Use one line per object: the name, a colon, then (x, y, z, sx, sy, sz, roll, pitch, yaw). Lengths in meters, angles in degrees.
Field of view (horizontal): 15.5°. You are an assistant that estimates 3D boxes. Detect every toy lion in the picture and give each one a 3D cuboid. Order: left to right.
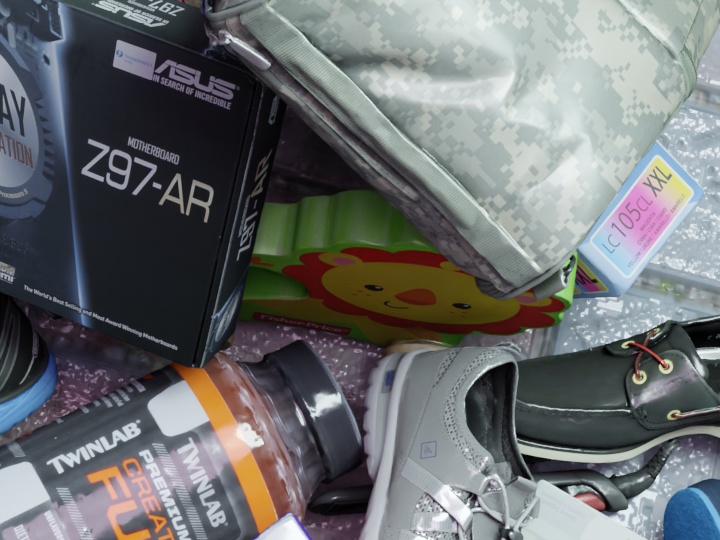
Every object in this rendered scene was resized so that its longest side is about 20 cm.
toy lion: (0.000, 0.000, 1.300, 0.200, 0.192, 0.069, 10, 73, -6)

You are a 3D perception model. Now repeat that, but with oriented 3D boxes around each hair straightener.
hair straightener: (0.068, 0.100, 1.361, 0.200, 0.041, 0.077, -13, 77, -12)

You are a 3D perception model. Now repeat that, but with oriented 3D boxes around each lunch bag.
lunch bag: (0.038, -0.102, 1.149, 0.200, 0.139, 0.168, 44, 43, -16)

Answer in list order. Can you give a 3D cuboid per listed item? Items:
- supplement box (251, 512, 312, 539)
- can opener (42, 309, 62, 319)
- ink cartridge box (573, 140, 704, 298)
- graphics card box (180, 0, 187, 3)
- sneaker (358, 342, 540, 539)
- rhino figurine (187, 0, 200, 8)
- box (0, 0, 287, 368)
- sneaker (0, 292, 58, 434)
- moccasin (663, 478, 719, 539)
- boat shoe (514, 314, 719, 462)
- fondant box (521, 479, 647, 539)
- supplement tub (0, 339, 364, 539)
supplement box: (-0.056, 0.196, 1.233, 0.101, 0.200, 0.103, -34, 81, -17)
can opener: (-0.103, -0.060, 1.287, 0.079, 0.063, 0.200, 46, 117, -4)
ink cartridge box: (0.055, -0.077, 1.330, 0.200, 0.136, 0.076, 46, 71, -16)
graphics card box: (-0.184, -0.150, 1.313, 0.200, 0.125, 0.051, 20, 72, 22)
sneaker: (0.047, 0.122, 1.260, 0.075, 0.082, 0.200, 24, 54, -47)
rhino figurine: (-0.117, -0.089, 1.376, 0.200, 0.060, 0.087, -39, 88, -9)
box: (-0.140, -0.062, 1.232, 0.200, 0.160, 0.044, 22, 31, 11)
sneaker: (-0.227, 0.064, 1.271, 0.200, 0.071, 0.083, -38, 109, -49)
moccasin: (0.219, 0.196, 1.344, 0.068, 0.080, 0.200, -20, 82, -27)
boat shoe: (0.155, 0.054, 1.364, 0.201, 0.063, 0.074, -3, 39, -13)
fondant box: (0.096, 0.223, 1.283, 0.144, 0.058, 0.200, 29, 78, 29)
supplement tub: (-0.101, 0.107, 1.296, 0.200, 0.107, 0.107, -27, 80, -12)
